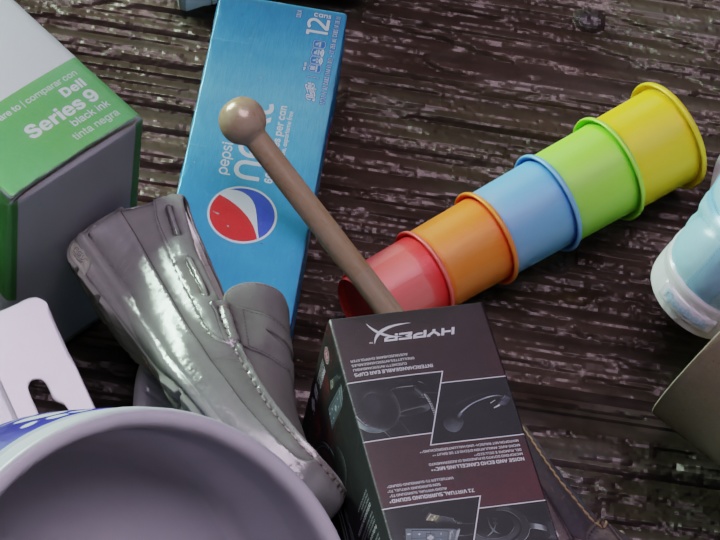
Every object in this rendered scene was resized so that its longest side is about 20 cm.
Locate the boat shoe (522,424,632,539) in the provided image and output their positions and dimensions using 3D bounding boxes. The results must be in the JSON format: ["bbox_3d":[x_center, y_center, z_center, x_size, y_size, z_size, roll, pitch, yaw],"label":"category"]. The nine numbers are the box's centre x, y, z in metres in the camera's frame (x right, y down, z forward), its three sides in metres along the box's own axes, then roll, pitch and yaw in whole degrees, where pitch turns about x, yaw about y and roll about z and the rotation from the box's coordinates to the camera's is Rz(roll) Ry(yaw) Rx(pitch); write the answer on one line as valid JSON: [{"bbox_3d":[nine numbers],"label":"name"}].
[{"bbox_3d":[0.106,0.156,1.306,0.073,0.075,0.201,-12,65,-28],"label":"boat shoe"}]

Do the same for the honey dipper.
[{"bbox_3d":[0.000,0.000,1.359,0.038,0.038,0.200,-40,98,-30],"label":"honey dipper"}]

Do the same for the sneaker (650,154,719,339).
[{"bbox_3d":[0.213,-0.040,1.424,0.074,0.082,0.200,40,38,-2],"label":"sneaker"}]

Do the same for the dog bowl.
[{"bbox_3d":[-0.102,0.155,1.161,0.199,0.079,0.201,1,87,-32],"label":"dog bowl"}]

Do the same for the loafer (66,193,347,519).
[{"bbox_3d":[-0.059,0.034,1.273,0.070,0.070,0.200,-34,53,-8],"label":"loafer"}]

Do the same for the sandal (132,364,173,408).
[{"bbox_3d":[-0.079,0.128,1.301,0.079,0.059,0.208,16,49,-21],"label":"sandal"}]

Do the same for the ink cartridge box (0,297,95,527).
[{"bbox_3d":[-0.202,0.085,1.224,0.199,0.068,0.116,-23,76,-16],"label":"ink cartridge box"}]

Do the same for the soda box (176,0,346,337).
[{"bbox_3d":[-0.055,-0.038,1.420,0.067,0.064,0.201,10,53,0],"label":"soda box"}]

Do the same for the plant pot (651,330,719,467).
[{"bbox_3d":[0.270,0.071,1.331,0.200,0.187,0.187,46,60,10],"label":"plant pot"}]

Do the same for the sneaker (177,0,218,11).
[{"bbox_3d":[-0.038,-0.236,1.549,0.145,0.077,0.203,-9,65,-1],"label":"sneaker"}]

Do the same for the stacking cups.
[{"bbox_3d":[0.078,-0.023,1.440,0.199,0.061,0.061,-30,63,-20],"label":"stacking cups"}]

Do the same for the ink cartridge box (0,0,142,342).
[{"bbox_3d":[-0.200,-0.070,1.372,0.084,0.146,0.200,-36,66,-28],"label":"ink cartridge box"}]

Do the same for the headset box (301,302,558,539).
[{"bbox_3d":[0.032,0.140,1.251,0.077,0.149,0.201,-5,56,-14],"label":"headset box"}]
